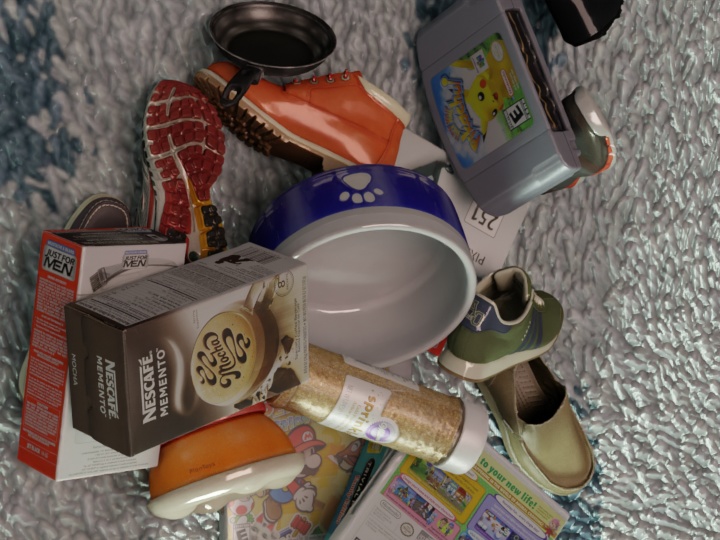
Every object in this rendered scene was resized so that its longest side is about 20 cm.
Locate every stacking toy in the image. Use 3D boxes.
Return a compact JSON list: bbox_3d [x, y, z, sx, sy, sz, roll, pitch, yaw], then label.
[{"bbox_3d":[-0.143,0.111,1.624,0.146,0.146,0.200,-14,80,-26],"label":"stacking toy"}]

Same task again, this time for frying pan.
[{"bbox_3d":[-0.074,-0.183,1.603,0.115,0.190,0.031,2,128,-11],"label":"frying pan"}]

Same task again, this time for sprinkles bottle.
[{"bbox_3d":[0.015,0.122,1.647,0.200,0.068,0.068,22,85,-19],"label":"sprinkles bottle"}]

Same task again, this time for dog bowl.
[{"bbox_3d":[0.000,0.000,1.644,0.200,0.079,0.200,-8,139,-7],"label":"dog bowl"}]

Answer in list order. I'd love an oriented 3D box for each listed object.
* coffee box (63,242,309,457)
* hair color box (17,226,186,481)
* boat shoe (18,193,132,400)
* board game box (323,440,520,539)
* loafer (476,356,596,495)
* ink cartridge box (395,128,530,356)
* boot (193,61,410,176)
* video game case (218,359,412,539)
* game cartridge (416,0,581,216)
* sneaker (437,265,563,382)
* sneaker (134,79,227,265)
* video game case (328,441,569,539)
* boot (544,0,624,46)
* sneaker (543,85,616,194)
[{"bbox_3d":[-0.140,0.062,1.507,0.200,0.080,0.113,-21,120,-41],"label":"coffee box"},{"bbox_3d":[-0.217,0.067,1.533,0.111,0.064,0.200,-3,107,-45],"label":"hair color box"},{"bbox_3d":[-0.239,0.032,1.590,0.072,0.065,0.200,23,84,-28],"label":"boat shoe"},{"bbox_3d":[0.049,0.251,1.755,0.151,0.047,0.200,26,82,-28],"label":"board game box"},{"bbox_3d":[0.177,0.149,1.824,0.076,0.067,0.200,-43,113,-17],"label":"loafer"},{"bbox_3d":[0.046,-0.032,1.749,0.200,0.044,0.174,28,81,-28],"label":"ink cartridge box"},{"bbox_3d":[-0.051,-0.149,1.656,0.200,0.075,0.107,30,76,-12],"label":"boot"},{"bbox_3d":[-0.041,0.176,1.736,0.200,0.023,0.182,-3,97,-28],"label":"video game case"},{"bbox_3d":[0.122,-0.158,1.702,0.040,0.133,0.200,-11,75,-38],"label":"game cartridge"},{"bbox_3d":[0.148,0.036,1.744,0.200,0.067,0.090,-25,138,-54],"label":"sneaker"},{"bbox_3d":[-0.170,-0.072,1.612,0.078,0.082,0.200,7,75,-33],"label":"sneaker"},{"bbox_3d":[0.083,0.250,1.734,0.200,0.022,0.182,42,76,-24],"label":"video game case"},{"bbox_3d":[0.186,-0.288,1.732,0.168,0.076,0.200,60,26,-18],"label":"boot"},{"bbox_3d":[0.183,-0.108,1.736,0.082,0.200,0.077,-25,78,-12],"label":"sneaker"}]
